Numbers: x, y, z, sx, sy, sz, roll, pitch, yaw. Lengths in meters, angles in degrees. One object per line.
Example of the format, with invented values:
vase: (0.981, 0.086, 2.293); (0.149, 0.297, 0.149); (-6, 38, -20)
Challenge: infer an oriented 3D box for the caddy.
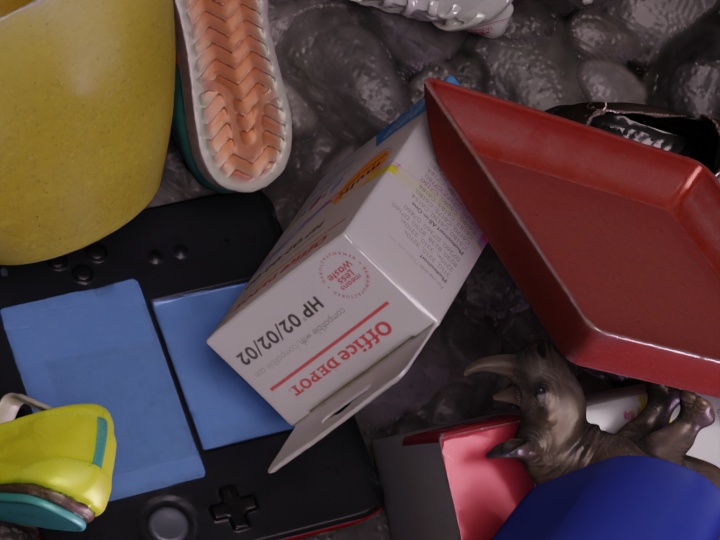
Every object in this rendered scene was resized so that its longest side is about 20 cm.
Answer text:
caddy: (0.116, 0.170, 1.213); (0.141, 0.200, 0.105); (42, 61, -9)

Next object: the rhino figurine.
rhino figurine: (0.137, 0.096, 1.289); (0.200, 0.060, 0.087); (29, 87, -6)

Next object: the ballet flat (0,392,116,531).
ballet flat: (-0.189, 0.093, 1.304); (0.067, 0.200, 0.067); (32, 64, -39)

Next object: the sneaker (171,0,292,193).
sneaker: (-0.083, -0.140, 1.391); (0.071, 0.080, 0.200); (-5, 95, -26)

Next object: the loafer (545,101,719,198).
loafer: (0.193, -0.048, 1.464); (0.200, 0.071, 0.073); (9, 81, -13)

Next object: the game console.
game console: (-0.099, 0.058, 1.365); (0.177, 0.031, 0.200); (-15, 65, -15)

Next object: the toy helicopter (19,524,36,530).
toy helicopter: (-0.110, 0.157, 1.359); (0.132, 0.079, 0.200); (-37, 75, -24)

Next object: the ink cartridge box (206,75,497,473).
ink cartridge box: (0.000, 0.000, 1.338); (0.068, 0.115, 0.200); (44, 39, -10)

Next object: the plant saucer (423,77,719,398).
plant saucer: (0.135, -0.003, 1.310); (0.200, 0.200, 0.037); (14, 120, -36)

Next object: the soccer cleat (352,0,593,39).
soccer cleat: (0.036, -0.160, 1.441); (0.200, 0.070, 0.086); (-11, 106, -8)

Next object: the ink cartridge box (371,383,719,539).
ink cartridge box: (0.129, 0.136, 1.389); (0.200, 0.145, 0.145); (-11, 87, -14)

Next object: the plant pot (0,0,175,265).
plant pot: (-0.171, -0.089, 1.333); (0.200, 0.200, 0.142); (-29, 116, -15)
